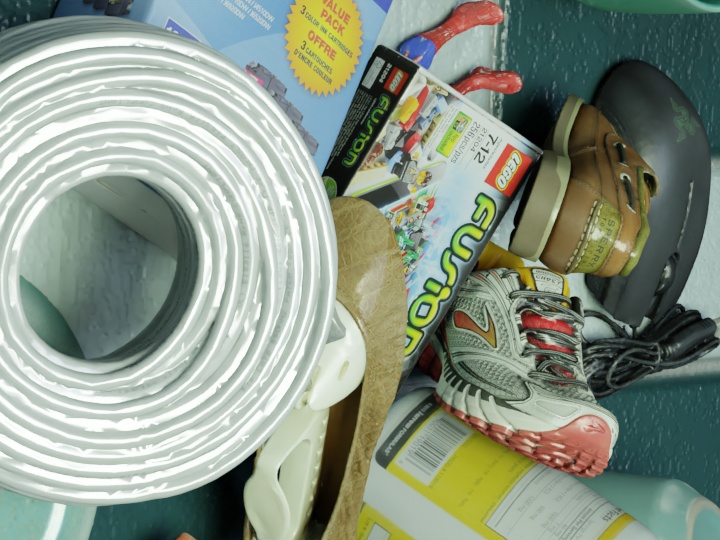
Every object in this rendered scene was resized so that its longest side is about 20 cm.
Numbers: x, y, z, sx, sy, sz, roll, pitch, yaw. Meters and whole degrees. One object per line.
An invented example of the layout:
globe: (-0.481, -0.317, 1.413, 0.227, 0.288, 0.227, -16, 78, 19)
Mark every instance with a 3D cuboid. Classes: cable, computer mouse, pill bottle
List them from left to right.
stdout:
cable: (-0.107, 0.000, 0.817, 0.199, 0.069, 0.202, -26, 109, -16)
pill bottle: (0.083, 0.155, 1.021, 0.112, 0.199, 0.112, -48, 160, -24)
computer mouse: (0.184, -0.027, 1.228, 0.138, 0.052, 0.202, -14, 105, -44)

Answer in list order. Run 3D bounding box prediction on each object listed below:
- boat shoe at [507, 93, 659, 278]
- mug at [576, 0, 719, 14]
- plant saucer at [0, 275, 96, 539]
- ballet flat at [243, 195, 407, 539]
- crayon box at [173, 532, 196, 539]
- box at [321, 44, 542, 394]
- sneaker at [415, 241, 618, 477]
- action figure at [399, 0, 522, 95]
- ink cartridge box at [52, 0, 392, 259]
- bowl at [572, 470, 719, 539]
boat shoe: (0.124, -0.039, 1.089, 0.200, 0.067, 0.073, -64, 175, -66)
mug: (0.158, -0.238, 1.128, 0.151, 0.114, 0.187, 12, 85, -46)
plant saucer: (-0.178, 0.093, 0.866, 0.200, 0.038, 0.203, -7, 99, -47)
ballet flat: (-0.025, 0.066, 0.938, 0.072, 0.067, 0.202, -36, 144, -54)
crayon box: (-0.051, 0.223, 0.905, 0.127, 0.199, 0.051, -39, 153, -37)
box: (0.000, 0.000, 0.999, 0.110, 0.035, 0.201, 27, 96, -46)
sneaker: (0.077, 0.038, 1.015, 0.077, 0.200, 0.083, 26, 100, -26)
action figure: (0.010, -0.077, 1.042, 0.199, 0.051, 0.066, -36, 123, -36)
ink cartridge box: (-0.064, -0.117, 0.937, 0.136, 0.076, 0.202, 36, 68, -43)
bowl: (0.161, 0.197, 1.137, 0.201, 0.104, 0.203, 42, 40, -47)
